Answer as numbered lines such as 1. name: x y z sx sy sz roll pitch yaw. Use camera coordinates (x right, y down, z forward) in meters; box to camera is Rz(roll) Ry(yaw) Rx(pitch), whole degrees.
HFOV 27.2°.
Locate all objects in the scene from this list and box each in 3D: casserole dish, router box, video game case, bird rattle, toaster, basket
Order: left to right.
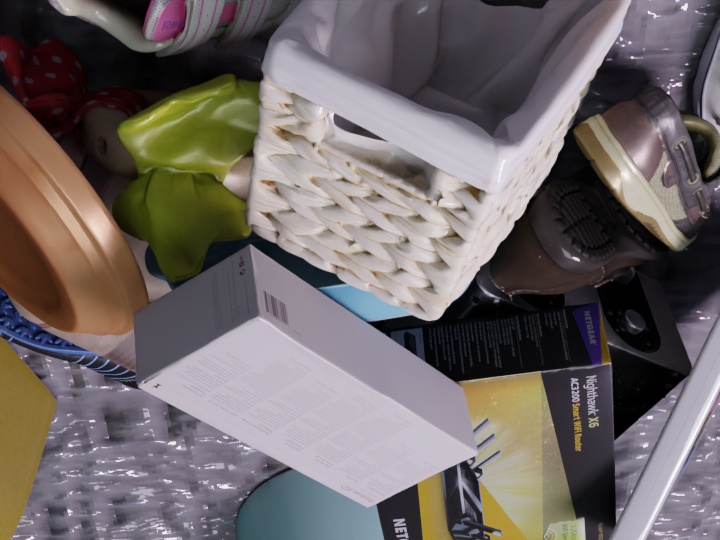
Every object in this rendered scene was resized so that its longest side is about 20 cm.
1. bird rattle: -0.116 -0.070 0.864 0.162 0.199 0.114 -4 107 -45
2. casserole dish: -0.021 -0.007 0.845 0.198 0.121 0.039 -9 121 -5
3. basket: 0.040 -0.087 0.785 0.135 0.200 0.124 27 132 12
4. router box: 0.083 0.113 0.956 0.156 0.053 0.201 -8 136 4
5. toaster: 0.098 0.062 1.027 0.180 0.119 0.200 21 131 -23
6. video game case: 0.224 0.084 0.984 0.024 0.182 0.201 27 107 15

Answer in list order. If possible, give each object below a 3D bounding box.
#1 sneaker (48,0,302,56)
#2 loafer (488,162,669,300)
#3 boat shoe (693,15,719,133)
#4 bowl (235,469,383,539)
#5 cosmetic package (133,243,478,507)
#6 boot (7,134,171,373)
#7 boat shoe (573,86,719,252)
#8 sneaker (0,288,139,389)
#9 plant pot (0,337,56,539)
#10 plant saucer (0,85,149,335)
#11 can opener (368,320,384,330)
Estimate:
1. sneaker: -0.089 -0.153 0.815 0.198 0.089 0.082 7 135 -11
2. loafer: 0.130 -0.023 0.923 0.071 0.074 0.199 -31 168 27
3. boat shoe: 0.249 -0.116 0.875 0.074 0.087 0.203 1 136 -4
4. bowl: -0.004 0.256 1.234 0.199 0.106 0.202 -2 136 -2
5. cosmetic package: -0.025 0.062 0.803 0.082 0.051 0.200 -30 140 22
6. boot: -0.138 -0.033 0.950 0.200 0.070 0.146 -44 106 0
7. boat shoe: 0.189 -0.062 0.897 0.066 0.072 0.200 -33 159 18
8. sneaker: -0.181 0.043 1.027 0.198 0.071 0.078 17 153 -8
9. plant pot: -0.346 0.139 1.022 0.194 0.201 0.195 -18 135 14
10. plant saucer: -0.197 -0.037 0.824 0.037 0.199 0.201 -42 140 -22
11. can opener: 0.000 0.000 0.946 0.078 0.063 0.202 -3 112 -24
